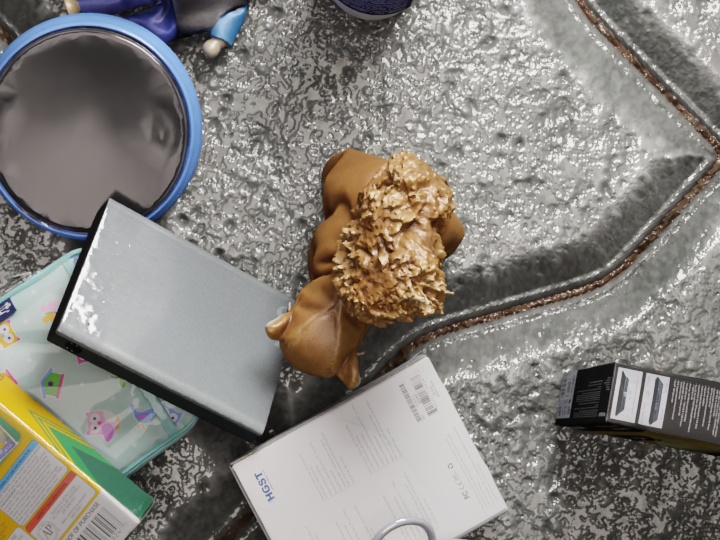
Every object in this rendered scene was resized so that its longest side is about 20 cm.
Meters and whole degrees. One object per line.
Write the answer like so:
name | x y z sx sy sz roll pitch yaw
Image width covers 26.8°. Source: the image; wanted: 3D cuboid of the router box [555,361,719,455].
router box | 0.265 0.122 1.297 0.156 0.200 0.053 11 83 -3

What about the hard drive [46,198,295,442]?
hard drive | -0.156 0.044 1.301 0.199 0.033 0.140 29 53 -20

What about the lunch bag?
lunch bag | -0.240 0.084 1.326 0.160 0.077 0.201 -34 91 -4

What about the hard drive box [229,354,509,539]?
hard drive box | 0.006 0.190 1.338 0.199 0.077 0.157 -28 89 -5

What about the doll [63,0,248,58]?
doll | -0.165 -0.253 1.363 0.198 0.048 0.138 -18 89 -4

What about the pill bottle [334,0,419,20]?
pill bottle | 0.018 -0.284 1.301 0.114 0.200 0.117 0 86 -4

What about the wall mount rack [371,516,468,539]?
wall mount rack | 0.083 0.294 1.294 0.172 0.075 0.201 -21 126 -10

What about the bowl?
bowl | -0.239 -0.124 1.332 0.198 0.039 0.203 -1 102 -5

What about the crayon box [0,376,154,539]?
crayon box | -0.289 0.182 1.267 0.200 0.052 0.126 40 105 -2

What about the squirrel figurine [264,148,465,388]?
squirrel figurine | 0.000 0.000 1.285 0.141 0.200 0.187 37 73 -8
